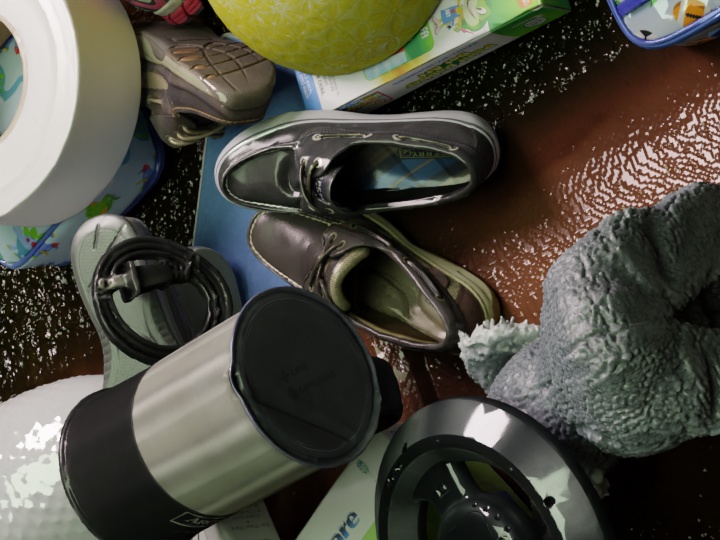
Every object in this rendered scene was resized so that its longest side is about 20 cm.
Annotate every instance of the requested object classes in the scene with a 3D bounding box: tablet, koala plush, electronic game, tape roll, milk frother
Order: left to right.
[{"bbox_3d":[-0.254,-0.133,1.692,0.202,0.071,0.203,-2,87,35],"label":"tape roll"},{"bbox_3d":[-0.091,0.052,1.500,0.188,0.180,0.200,-30,86,41],"label":"milk frother"},{"bbox_3d":[-0.063,-0.064,1.682,0.130,0.014,0.201,12,98,36],"label":"tablet"},{"bbox_3d":[0.082,0.174,1.438,0.200,0.042,0.201,18,115,43],"label":"electronic game"},{"bbox_3d":[0.146,0.067,1.445,0.200,0.183,0.178,-39,68,43],"label":"koala plush"}]

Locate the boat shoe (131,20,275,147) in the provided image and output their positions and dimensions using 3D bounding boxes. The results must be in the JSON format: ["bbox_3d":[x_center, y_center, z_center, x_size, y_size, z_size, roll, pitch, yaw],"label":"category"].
[{"bbox_3d":[-0.110,-0.125,1.657,0.200,0.074,0.074,-141,49,-63],"label":"boat shoe"}]

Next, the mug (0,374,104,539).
[{"bbox_3d":[-0.206,0.177,1.729,0.175,0.148,0.200,-33,102,25],"label":"mug"}]

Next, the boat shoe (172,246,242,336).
[{"bbox_3d":[-0.115,0.084,1.693,0.071,0.070,0.202,-9,90,50],"label":"boat shoe"}]

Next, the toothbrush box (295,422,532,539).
[{"bbox_3d":[0.057,0.218,1.554,0.200,0.086,0.146,46,117,26],"label":"toothbrush box"}]

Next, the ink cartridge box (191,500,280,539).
[{"bbox_3d":[-0.100,0.261,1.615,0.200,0.045,0.176,-55,52,41],"label":"ink cartridge box"}]

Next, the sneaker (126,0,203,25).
[{"bbox_3d":[-0.158,-0.275,1.698,0.081,0.075,0.200,-37,55,32],"label":"sneaker"}]

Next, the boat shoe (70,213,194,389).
[{"bbox_3d":[-0.144,0.059,1.635,0.074,0.065,0.203,-21,84,19],"label":"boat shoe"}]

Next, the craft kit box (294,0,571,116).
[{"bbox_3d":[0.024,-0.226,1.587,0.197,0.048,0.201,-25,75,34],"label":"craft kit box"}]

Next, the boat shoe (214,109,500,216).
[{"bbox_3d":[-0.008,-0.064,1.570,0.199,0.066,0.070,-1,115,15],"label":"boat shoe"}]

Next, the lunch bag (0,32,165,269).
[{"bbox_3d":[-0.241,-0.113,1.771,0.161,0.082,0.200,-44,66,30],"label":"lunch bag"}]

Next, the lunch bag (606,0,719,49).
[{"bbox_3d":[0.227,-0.229,1.424,0.200,0.075,0.161,-29,76,35],"label":"lunch bag"}]

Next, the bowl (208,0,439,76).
[{"bbox_3d":[-0.045,-0.232,1.545,0.200,0.108,0.201,-2,87,35],"label":"bowl"}]

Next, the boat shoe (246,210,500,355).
[{"bbox_3d":[0.000,0.000,1.595,0.200,0.065,0.073,22,102,27],"label":"boat shoe"}]
